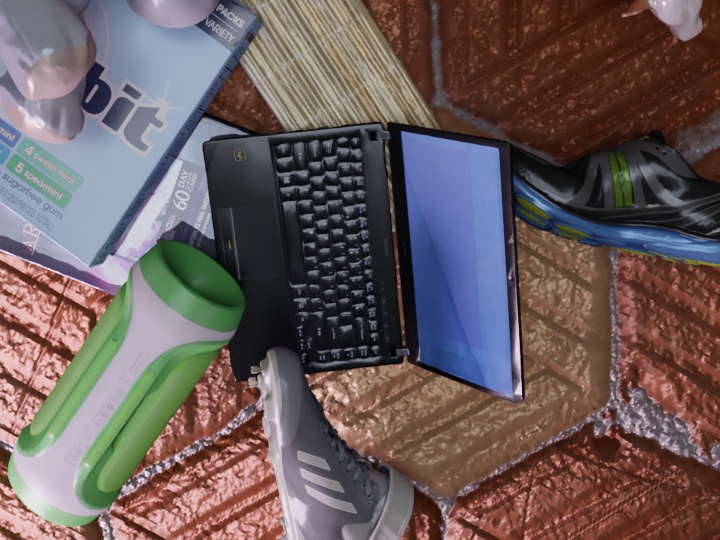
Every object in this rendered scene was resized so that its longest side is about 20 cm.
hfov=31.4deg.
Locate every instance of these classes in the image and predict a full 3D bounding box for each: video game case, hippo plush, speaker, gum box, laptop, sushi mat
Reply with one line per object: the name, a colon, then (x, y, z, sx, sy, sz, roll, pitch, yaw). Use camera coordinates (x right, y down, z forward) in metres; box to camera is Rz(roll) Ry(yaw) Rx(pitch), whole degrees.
video game case: (-0.176, -0.060, 0.900, 0.197, 0.019, 0.145, 21, 100, -4)
hippo plush: (-0.175, -0.195, 0.779, 0.160, 0.159, 0.202, -30, 98, -23)
speaker: (-0.162, 0.079, 0.879, 0.088, 0.089, 0.201, 35, 107, -5)
gum box: (-0.190, -0.134, 0.854, 0.169, 0.045, 0.201, 36, 93, -2)
laptop: (0.000, 0.000, 0.853, 0.197, 0.103, 0.180, -6, 108, -1)
sushi mat: (-0.012, -0.121, 0.889, 0.095, 0.012, 0.201, -33, 98, 7)

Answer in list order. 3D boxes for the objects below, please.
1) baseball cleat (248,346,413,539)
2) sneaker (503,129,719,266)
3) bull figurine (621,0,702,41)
baseball cleat: (-0.018, 0.133, 0.900, 0.105, 0.070, 0.202, -9, 123, -6)
sneaker: (0.176, -0.058, 0.877, 0.197, 0.071, 0.084, 12, 86, -3)
bull figurine: (0.133, -0.214, 0.815, 0.198, 0.121, 0.066, 29, 100, -4)
